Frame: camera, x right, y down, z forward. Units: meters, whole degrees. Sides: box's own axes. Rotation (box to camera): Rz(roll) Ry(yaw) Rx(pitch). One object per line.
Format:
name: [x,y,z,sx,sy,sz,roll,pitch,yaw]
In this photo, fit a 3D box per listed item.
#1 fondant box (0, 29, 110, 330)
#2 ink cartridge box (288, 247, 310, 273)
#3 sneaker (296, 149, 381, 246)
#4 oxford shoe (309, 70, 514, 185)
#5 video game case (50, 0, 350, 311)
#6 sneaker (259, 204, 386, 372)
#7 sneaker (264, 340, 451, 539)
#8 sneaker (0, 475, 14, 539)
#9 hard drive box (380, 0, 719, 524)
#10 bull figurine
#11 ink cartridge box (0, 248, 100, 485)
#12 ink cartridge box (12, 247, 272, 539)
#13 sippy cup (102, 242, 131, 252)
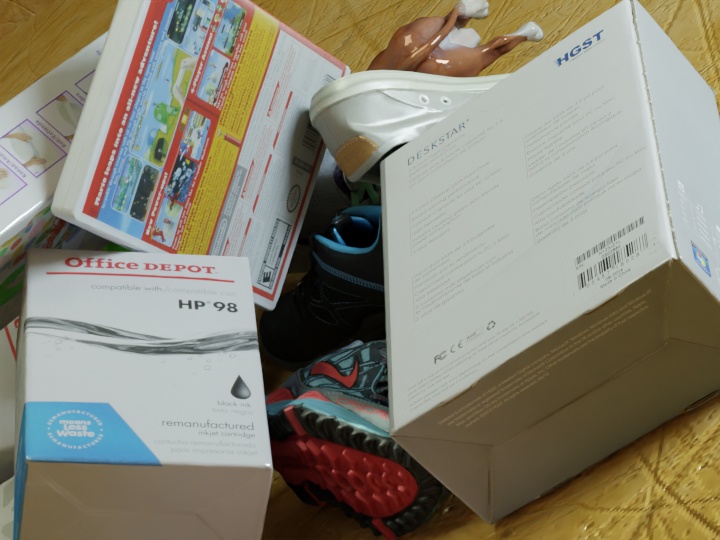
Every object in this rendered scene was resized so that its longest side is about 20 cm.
fondant box: [-0.164,-0.042,1.302,0.200,0.058,0.144,-44,-8,-42]
ink cartridge box: [-0.088,-0.050,1.535,0.200,0.196,0.043,-6,64,63]
sneaker: [0.015,-0.063,1.437,0.087,0.075,0.200,-16,-2,39]
oxford shoe: [0.063,-0.073,1.375,0.199,0.058,0.075,-2,-24,-33]
video game case: [-0.077,-0.070,1.289,0.017,0.200,0.143,14,83,30]
sneaker: [0.000,0.000,1.399,0.200,0.082,0.073,-23,26,50]
sneaker: [0.007,0.065,1.217,0.095,0.079,0.200,-42,16,-13]
sneaker: [-0.225,0.154,1.324,0.201,0.115,0.076,-59,11,22]
hard drive box: [0.092,-0.008,1.140,0.156,0.077,0.200,-32,33,24]
bull figurine: [0.029,-0.106,1.570,0.121,0.065,0.200,-33,-4,-31]
ink cartridge box: [-0.224,0.064,1.387,0.199,0.117,0.067,-18,-22,-9]
ink cartridge box: [-0.110,0.051,1.216,0.200,0.115,0.067,-100,16,-52]
sippy cup: [-0.165,0.017,1.502,0.178,0.130,0.140,-39,2,23]
